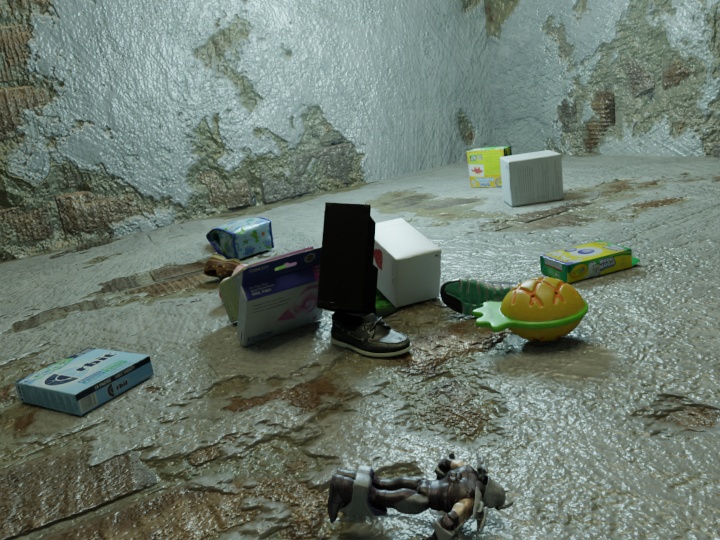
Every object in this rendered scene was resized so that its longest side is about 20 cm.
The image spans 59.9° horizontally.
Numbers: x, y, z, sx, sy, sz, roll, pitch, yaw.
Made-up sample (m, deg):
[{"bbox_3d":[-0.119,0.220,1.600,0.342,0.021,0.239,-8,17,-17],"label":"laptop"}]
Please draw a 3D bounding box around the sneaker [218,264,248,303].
[{"bbox_3d":[-0.335,0.036,1.665,0.102,0.077,0.200,-9,18,-23],"label":"sneaker"}]

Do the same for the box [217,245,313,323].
[{"bbox_3d":[-0.207,0.034,1.438,0.173,0.099,0.199,-19,-2,-33],"label":"box"}]

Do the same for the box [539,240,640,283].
[{"bbox_3d":[0.530,-0.025,1.441,0.195,0.050,0.117,-11,15,-15],"label":"box"}]

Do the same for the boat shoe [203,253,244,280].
[{"bbox_3d":[-0.389,0.007,1.851,0.197,0.073,0.068,14,59,38],"label":"boat shoe"}]

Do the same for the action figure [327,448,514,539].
[{"bbox_3d":[0.067,0.245,0.679,0.195,0.071,0.130,-2,9,12],"label":"action figure"}]

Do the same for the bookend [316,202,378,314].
[{"bbox_3d":[-0.017,-0.017,1.270,0.090,0.205,0.199,4,-5,10],"label":"bookend"}]

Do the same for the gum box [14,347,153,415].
[{"bbox_3d":[-0.530,0.208,1.203,0.196,0.046,0.169,1,18,32],"label":"gum box"}]

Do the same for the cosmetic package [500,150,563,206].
[{"bbox_3d":[0.638,-0.347,2.337,0.195,0.171,0.167,-7,15,3],"label":"cosmetic package"}]

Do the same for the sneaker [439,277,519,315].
[{"bbox_3d":[0.262,0.054,1.287,0.195,0.076,0.087,6,7,11],"label":"sneaker"}]

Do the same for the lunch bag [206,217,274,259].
[{"bbox_3d":[-0.427,-0.120,2.205,0.168,0.130,0.198,-21,29,-38],"label":"lunch bag"}]

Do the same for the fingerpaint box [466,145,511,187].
[{"bbox_3d":[0.584,-0.463,2.803,0.073,0.171,0.197,-23,20,-40],"label":"fingerpaint box"}]

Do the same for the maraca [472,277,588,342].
[{"bbox_3d":[0.297,0.071,1.097,0.195,0.110,0.137,-8,15,5],"label":"maraca"}]

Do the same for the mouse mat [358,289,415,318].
[{"bbox_3d":[0.030,0.072,1.455,0.159,0.008,0.198,-22,19,-41],"label":"mouse mat"}]

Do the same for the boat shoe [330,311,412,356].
[{"bbox_3d":[0.014,0.113,1.189,0.074,0.068,0.197,-20,18,-37],"label":"boat shoe"}]

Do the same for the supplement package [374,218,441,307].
[{"bbox_3d":[0.089,-0.023,1.453,0.117,0.124,0.200,-12,28,-21],"label":"supplement package"}]

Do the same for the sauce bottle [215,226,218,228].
[{"bbox_3d":[-0.547,-0.124,2.418,0.063,0.066,0.200,-10,16,-7],"label":"sauce bottle"}]

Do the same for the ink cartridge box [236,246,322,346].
[{"bbox_3d":[-0.156,0.055,1.289,0.193,0.202,0.044,-17,54,-29],"label":"ink cartridge box"}]
